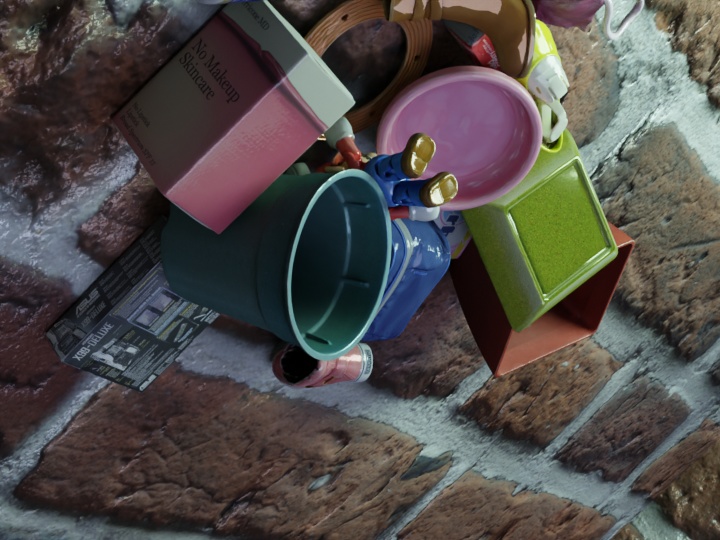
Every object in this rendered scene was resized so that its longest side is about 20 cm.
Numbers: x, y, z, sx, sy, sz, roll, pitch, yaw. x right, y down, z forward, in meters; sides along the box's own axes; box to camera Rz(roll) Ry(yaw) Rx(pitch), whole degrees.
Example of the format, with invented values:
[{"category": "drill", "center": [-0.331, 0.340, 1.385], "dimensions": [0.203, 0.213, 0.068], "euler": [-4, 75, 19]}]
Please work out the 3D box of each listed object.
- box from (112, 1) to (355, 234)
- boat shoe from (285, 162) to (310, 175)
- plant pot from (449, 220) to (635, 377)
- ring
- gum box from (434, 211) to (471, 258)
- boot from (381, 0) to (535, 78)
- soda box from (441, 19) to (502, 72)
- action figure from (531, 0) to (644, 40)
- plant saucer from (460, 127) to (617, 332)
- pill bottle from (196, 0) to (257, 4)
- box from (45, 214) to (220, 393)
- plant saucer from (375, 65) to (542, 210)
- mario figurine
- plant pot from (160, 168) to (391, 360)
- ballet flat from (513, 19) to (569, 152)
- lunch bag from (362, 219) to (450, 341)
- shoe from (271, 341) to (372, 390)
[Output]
[{"category": "box", "center": [-0.128, -0.161, 1.262], "dimensions": [0.200, 0.128, 0.109], "euler": [-43, 147, 6]}, {"category": "boat shoe", "center": [-0.099, -0.037, 1.501], "dimensions": [0.070, 0.070, 0.203], "euler": [-7, 131, -23]}, {"category": "plant pot", "center": [0.237, -0.003, 1.790], "dimensions": [0.198, 0.177, 0.201], "euler": [-20, 144, -28]}, {"category": "ring", "center": [-0.004, -0.231, 1.405], "dimensions": [0.198, 0.019, 0.202], "euler": [-26, 147, -19]}, {"category": "gum box", "center": [0.116, -0.101, 1.644], "dimensions": [0.112, 0.066, 0.201], "euler": [-1, 132, -44]}, {"category": "boot", "center": [0.099, -0.286, 1.343], "dimensions": [0.153, 0.074, 0.203], "euler": [-20, 107, -15]}, {"category": "soda box", "center": [0.172, -0.261, 1.507], "dimensions": [0.070, 0.064, 0.200], "euler": [-43, 149, 7]}, {"category": "action figure", "center": [0.253, -0.327, 1.420], "dimensions": [0.135, 0.148, 0.200], "euler": [-54, 177, -7]}, {"category": "plant saucer", "center": [0.243, -0.053, 1.610], "dimensions": [0.199, 0.048, 0.202], "euler": [-34, 110, -24]}, {"category": "pill bottle", "center": [-0.066, -0.311, 1.146], "dimensions": [0.198, 0.120, 0.121], "euler": [-14, 141, -35]}, {"category": "box", "center": [-0.245, 0.045, 1.472], "dimensions": [0.200, 0.050, 0.157], "euler": [-45, 148, 8]}, {"category": "plant saucer", "center": [0.115, -0.163, 1.490], "dimensions": [0.197, 0.051, 0.202], "euler": [-4, 133, -4]}, {"category": "mario figurine", "center": [0.026, -0.116, 1.425], "dimensions": [0.105, 0.199, 0.126], "euler": [-6, 93, -39]}, {"category": "plant pot", "center": [-0.099, -0.022, 1.360], "dimensions": [0.200, 0.194, 0.203], "euler": [-28, 123, -54]}, {"category": "ballet flat", "center": [0.218, -0.212, 1.490], "dimensions": [0.066, 0.067, 0.201], "euler": [-34, 147, -13]}, {"category": "lunch bag", "center": [0.000, 0.000, 1.588], "dimensions": [0.131, 0.136, 0.201], "euler": [1, 132, -45]}, {"category": "shoe", "center": [-0.078, 0.120, 1.652], "dimensions": [0.090, 0.073, 0.199], "euler": [6, 172, -38]}]
